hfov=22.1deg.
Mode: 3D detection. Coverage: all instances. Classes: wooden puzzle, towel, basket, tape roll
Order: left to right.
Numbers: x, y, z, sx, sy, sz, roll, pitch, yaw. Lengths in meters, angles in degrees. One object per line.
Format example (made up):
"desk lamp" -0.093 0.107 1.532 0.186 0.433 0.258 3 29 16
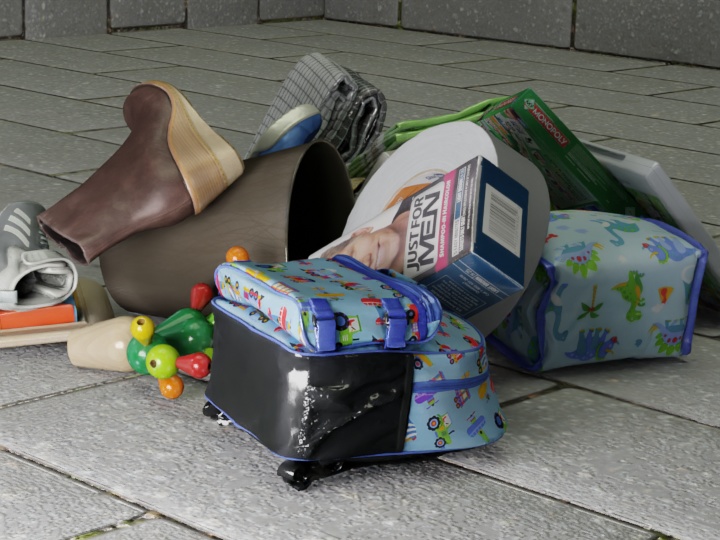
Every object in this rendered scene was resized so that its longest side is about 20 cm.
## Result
"wooden puzzle" -0.315 0.033 1.616 0.199 0.037 0.185 -1 13 -12
"basket" -0.120 -0.022 1.640 0.199 0.181 0.136 -1 -7 26
"towel" -0.054 -0.131 2.037 0.085 0.201 0.166 25 9 -22
"towel" 0.065 -0.133 1.893 0.149 0.031 0.200 -17 -7 -22
"tape roll" 0.066 -0.025 1.555 0.066 0.201 0.200 32 -4 -32

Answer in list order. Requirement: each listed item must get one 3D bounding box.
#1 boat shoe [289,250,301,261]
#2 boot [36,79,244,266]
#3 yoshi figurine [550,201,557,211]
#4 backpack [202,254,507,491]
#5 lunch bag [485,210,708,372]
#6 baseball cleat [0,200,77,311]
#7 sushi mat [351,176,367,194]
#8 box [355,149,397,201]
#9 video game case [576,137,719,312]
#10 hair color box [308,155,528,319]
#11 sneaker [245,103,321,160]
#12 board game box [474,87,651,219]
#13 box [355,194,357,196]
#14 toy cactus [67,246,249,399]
"boat shoe" 0.000 0.000 1.754 0.066 0.070 0.200 10 8 36
"boot" -0.210 -0.088 1.598 0.166 0.073 0.200 -30 35 -17
"yoshi figurine" 0.136 0.003 1.750 0.199 0.112 0.112 11 49 -26
"backpack" 0.006 0.065 1.324 0.199 0.135 0.182 -1 14 -26
"lunch bag" 0.176 0.003 1.621 0.169 0.128 0.200 -4 25 -27
"baseball cleat" -0.286 -0.006 1.596 0.106 0.070 0.200 7 24 9
"sushi mat" -0.097 -0.072 1.890 0.199 0.012 0.096 -3 20 26
"box" 0.084 -0.079 1.811 0.068 0.082 0.200 44 31 22
"video game case" 0.277 -0.041 1.754 0.022 0.200 0.182 -45 27 -9
"hair color box" 0.039 0.001 1.447 0.060 0.100 0.200 33 -45 -29
"sneaker" -0.076 -0.063 1.791 0.111 0.200 0.077 37 -22 9
"board game box" 0.200 -0.084 1.753 0.029 0.200 0.135 -44 7 -9
"box" 0.006 -0.040 1.921 0.199 0.060 0.117 -1 14 -13
"toy cactus" -0.157 0.050 1.484 0.164 0.103 0.200 -5 20 14
